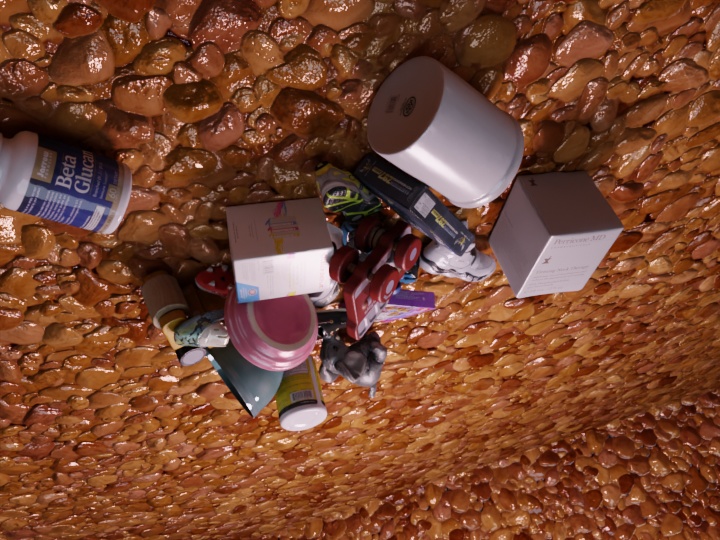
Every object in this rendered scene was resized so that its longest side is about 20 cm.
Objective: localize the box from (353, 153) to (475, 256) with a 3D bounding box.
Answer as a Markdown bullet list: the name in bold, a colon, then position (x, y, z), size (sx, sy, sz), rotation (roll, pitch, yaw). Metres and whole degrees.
- **box**: position (0.098, -0.114, 1.067), size (0.051, 0.157, 0.200), rotation (-52, 139, 2)

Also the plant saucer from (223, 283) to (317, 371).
- **plant saucer**: position (-0.160, 0.088, 1.149), size (0.199, 0.203, 0.051), rotation (12, 149, -35)

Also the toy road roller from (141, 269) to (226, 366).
- **toy road roller**: position (-0.326, 0.078, 1.185), size (0.145, 0.123, 0.201), rotation (-27, 147, -12)

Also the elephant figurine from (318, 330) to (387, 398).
- **elephant figurine**: position (-0.044, 0.217, 1.465), size (0.198, 0.156, 0.142), rotation (1, 132, -38)

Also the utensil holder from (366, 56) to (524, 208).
- **utensil holder**: position (0.133, -0.212, 0.939), size (0.199, 0.171, 0.170), rotation (22, 130, -41)

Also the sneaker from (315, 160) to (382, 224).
- **sneaker**: position (-0.017, -0.139, 1.064), size (0.075, 0.077, 0.200), rotation (-27, 162, 12)

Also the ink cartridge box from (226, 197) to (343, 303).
- **ink cartridge box**: position (-0.135, -0.039, 1.094), size (0.198, 0.126, 0.129), rotation (-8, 144, -14)

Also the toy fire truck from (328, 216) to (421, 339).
- **toy fire truck**: position (0.032, 0.010, 1.105), size (0.200, 0.111, 0.169), rotation (-50, 152, -31)

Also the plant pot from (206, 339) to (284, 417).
- **plant pot**: position (-0.246, 0.209, 1.351), size (0.134, 0.200, 0.201), rotation (-36, 150, -19)

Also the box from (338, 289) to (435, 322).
- **box**: position (0.055, 0.080, 1.348), size (0.136, 0.040, 0.199), rotation (7, 163, -30)

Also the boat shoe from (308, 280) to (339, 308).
- **boat shoe**: position (-0.077, 0.038, 1.250), size (0.065, 0.073, 0.200), rotation (-1, 155, -24)

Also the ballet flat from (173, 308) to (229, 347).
- **ballet flat**: position (-0.251, 0.108, 1.135), size (0.199, 0.074, 0.074), rotation (-20, 154, -42)

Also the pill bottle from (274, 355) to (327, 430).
- **pill bottle**: position (-0.154, 0.268, 1.439), size (0.113, 0.201, 0.115), rotation (-11, 145, -8)

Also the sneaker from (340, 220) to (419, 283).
- **sneaker**: position (0.041, -0.052, 1.210), size (0.199, 0.083, 0.073), rotation (35, 147, -30)

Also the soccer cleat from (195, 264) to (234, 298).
- **soccer cleat**: position (-0.240, 0.041, 1.212), size (0.198, 0.069, 0.085), rotation (4, 136, -35)

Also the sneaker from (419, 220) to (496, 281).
- **sneaker**: position (0.229, -0.040, 1.294), size (0.198, 0.076, 0.115), rotation (6, 142, -25)

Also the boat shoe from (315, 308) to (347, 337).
- **boat shoe**: position (-0.076, 0.112, 1.277), size (0.199, 0.064, 0.074), rotation (1, 162, -19)

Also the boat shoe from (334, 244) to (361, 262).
- **boat shoe**: position (0.000, 0.000, 1.269), size (0.072, 0.073, 0.199), rotation (-14, 157, 41)

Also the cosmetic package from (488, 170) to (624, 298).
- **cosmetic package**: position (0.392, -0.074, 1.241), size (0.165, 0.168, 0.201), rotation (-6, 143, -15)

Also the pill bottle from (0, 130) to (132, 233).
- **pill bottle**: position (-0.440, -0.129, 0.851), size (0.199, 0.112, 0.111), rotation (16, 133, -39)
